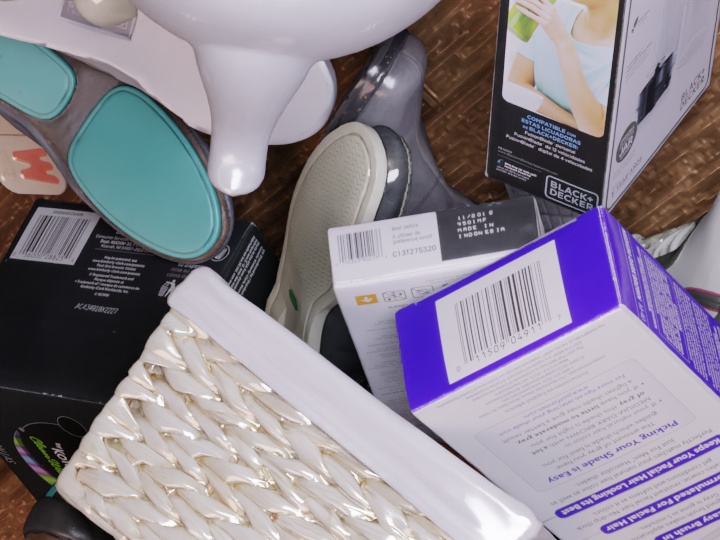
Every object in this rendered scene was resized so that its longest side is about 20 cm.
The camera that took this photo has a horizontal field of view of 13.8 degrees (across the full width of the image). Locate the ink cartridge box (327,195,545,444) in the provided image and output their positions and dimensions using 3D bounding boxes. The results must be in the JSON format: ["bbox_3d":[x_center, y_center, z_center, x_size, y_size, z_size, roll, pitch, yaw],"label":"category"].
[{"bbox_3d":[0.048,0.031,1.382,0.095,0.037,0.200,-9,150,5],"label":"ink cartridge box"}]

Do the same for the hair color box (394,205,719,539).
[{"bbox_3d":[0.116,0.064,1.328,0.109,0.065,0.200,-27,135,21],"label":"hair color box"}]

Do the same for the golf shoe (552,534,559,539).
[{"bbox_3d":[0.069,0.129,1.543,0.078,0.095,0.200,14,145,-19],"label":"golf shoe"}]

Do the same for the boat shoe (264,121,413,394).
[{"bbox_3d":[0.000,0.000,1.431,0.068,0.072,0.200,-6,141,-18],"label":"boat shoe"}]

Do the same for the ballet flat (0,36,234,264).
[{"bbox_3d":[-0.136,-0.080,1.508,0.200,0.073,0.073,39,140,8],"label":"ballet flat"}]

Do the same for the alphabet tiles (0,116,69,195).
[{"bbox_3d":[-0.185,-0.123,1.566,0.196,0.015,0.200,2,128,34],"label":"alphabet tiles"}]

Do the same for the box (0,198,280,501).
[{"bbox_3d":[-0.098,0.074,1.566,0.148,0.124,0.200,7,146,33],"label":"box"}]

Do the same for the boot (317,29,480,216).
[{"bbox_3d":[0.046,-0.031,1.454,0.132,0.070,0.200,27,150,9],"label":"boot"}]

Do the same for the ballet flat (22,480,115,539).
[{"bbox_3d":[-0.093,0.164,1.509,0.068,0.068,0.200,2,145,38],"label":"ballet flat"}]

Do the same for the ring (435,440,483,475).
[{"bbox_3d":[-0.007,0.161,1.474,0.200,0.019,0.200,-6,122,-9],"label":"ring"}]

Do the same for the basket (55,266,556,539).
[{"bbox_3d":[-0.022,0.112,1.335,0.200,0.123,0.136,36,176,17],"label":"basket"}]

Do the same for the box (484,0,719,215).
[{"bbox_3d":[0.111,-0.135,1.267,0.060,0.117,0.200,23,139,20],"label":"box"}]

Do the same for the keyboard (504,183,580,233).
[{"bbox_3d":[0.115,0.036,1.420,0.056,0.011,0.200,13,129,56],"label":"keyboard"}]

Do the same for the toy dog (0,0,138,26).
[{"bbox_3d":[-0.137,-0.202,1.316,0.140,0.200,0.194,-16,117,43],"label":"toy dog"}]

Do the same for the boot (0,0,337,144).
[{"bbox_3d":[-0.099,-0.126,1.448,0.200,0.096,0.074,24,108,1],"label":"boot"}]

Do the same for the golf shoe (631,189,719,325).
[{"bbox_3d":[0.153,0.010,1.401,0.088,0.077,0.200,32,139,16],"label":"golf shoe"}]

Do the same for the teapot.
[{"bbox_3d":[-0.033,-0.172,1.237,0.197,0.200,0.146,52,168,7],"label":"teapot"}]
